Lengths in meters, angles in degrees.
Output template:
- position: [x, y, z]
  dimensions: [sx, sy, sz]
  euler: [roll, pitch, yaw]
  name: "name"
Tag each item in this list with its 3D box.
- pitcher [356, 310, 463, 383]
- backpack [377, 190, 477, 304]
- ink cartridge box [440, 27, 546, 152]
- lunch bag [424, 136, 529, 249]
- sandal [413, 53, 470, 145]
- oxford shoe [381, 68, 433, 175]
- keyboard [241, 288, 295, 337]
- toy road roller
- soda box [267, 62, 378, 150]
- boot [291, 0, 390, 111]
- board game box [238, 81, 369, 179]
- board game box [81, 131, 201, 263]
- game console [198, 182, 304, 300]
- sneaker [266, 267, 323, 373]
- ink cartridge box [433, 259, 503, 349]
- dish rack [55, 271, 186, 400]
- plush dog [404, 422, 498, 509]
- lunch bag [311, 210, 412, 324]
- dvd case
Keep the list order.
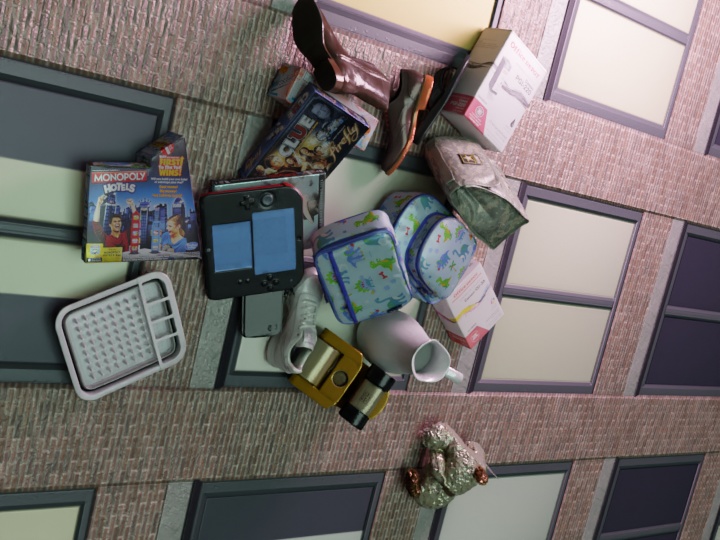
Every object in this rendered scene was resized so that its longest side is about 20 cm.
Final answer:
- position: [0.097, 0.159, 1.780]
  dimensions: [0.171, 0.199, 0.122]
  euler: [35, 83, -40]
  name: "pitcher"
- position: [0.120, -0.052, 1.763]
  dimensions: [0.200, 0.146, 0.184]
  euler: [40, 76, -35]
  name: "backpack"
- position: [0.267, -0.361, 1.816]
  dimensions: [0.145, 0.084, 0.201]
  euler: [35, 81, -40]
  name: "ink cartridge box"
- position: [0.219, -0.167, 1.777]
  dimensions: [0.117, 0.165, 0.199]
  euler: [-39, 132, 18]
  name: "lunch bag"
- position: [0.147, -0.337, 1.742]
  dimensions: [0.048, 0.075, 0.202]
  euler: [33, 89, 0]
  name: "sandal"
- position: [0.070, -0.281, 1.713]
  dimensions: [0.072, 0.071, 0.202]
  euler: [19, 97, -12]
  name: "oxford shoe"
- position: [-0.167, 0.020, 1.641]
  dimensions: [0.103, 0.040, 0.203]
  euler: [0, 101, -22]
  name: "keyboard"
- position: [-0.037, 0.210, 1.763]
  dimensions: [0.199, 0.146, 0.123]
  euler: [36, 85, -2]
  name: "toy road roller"
- position: [-0.064, -0.286, 1.591]
  dimensions: [0.199, 0.068, 0.064]
  euler: [28, 89, -40]
  name: "soda box"
- position: [-0.026, -0.376, 1.592]
  dimensions: [0.199, 0.064, 0.189]
  euler: [-1, 71, -56]
  name: "boot"
- position: [-0.097, -0.209, 1.558]
  dimensions: [0.135, 0.035, 0.200]
  euler: [26, 115, -39]
  name: "board game box"
- position: [-0.344, -0.118, 1.433]
  dimensions: [0.198, 0.061, 0.203]
  euler: [-3, 105, -37]
  name: "board game box"
- position: [-0.183, -0.048, 1.551]
  dimensions: [0.175, 0.031, 0.202]
  euler: [-10, 120, -20]
  name: "game console"
- position: [-0.101, 0.096, 1.670]
  dimensions: [0.074, 0.099, 0.202]
  euler: [17, 93, -38]
  name: "sneaker"
- position: [0.216, 0.053, 1.923]
  dimensions: [0.116, 0.067, 0.201]
  euler: [-44, 127, -18]
  name: "ink cartridge box"
- position: [-0.393, 0.101, 1.480]
  dimensions: [0.199, 0.043, 0.174]
  euler: [-24, 119, -30]
  name: "dish rack"
- position: [0.191, 0.461, 2.006]
  dimensions: [0.172, 0.161, 0.199]
  euler: [-44, 131, 12]
  name: "plush dog"
- position: [0.000, 0.000, 1.634]
  dimensions: [0.159, 0.083, 0.201]
  euler: [-16, 131, 1]
  name: "lunch bag"
- position: [-0.157, -0.095, 1.569]
  dimensions: [0.198, 0.022, 0.148]
  euler: [-9, 120, -22]
  name: "dvd case"
